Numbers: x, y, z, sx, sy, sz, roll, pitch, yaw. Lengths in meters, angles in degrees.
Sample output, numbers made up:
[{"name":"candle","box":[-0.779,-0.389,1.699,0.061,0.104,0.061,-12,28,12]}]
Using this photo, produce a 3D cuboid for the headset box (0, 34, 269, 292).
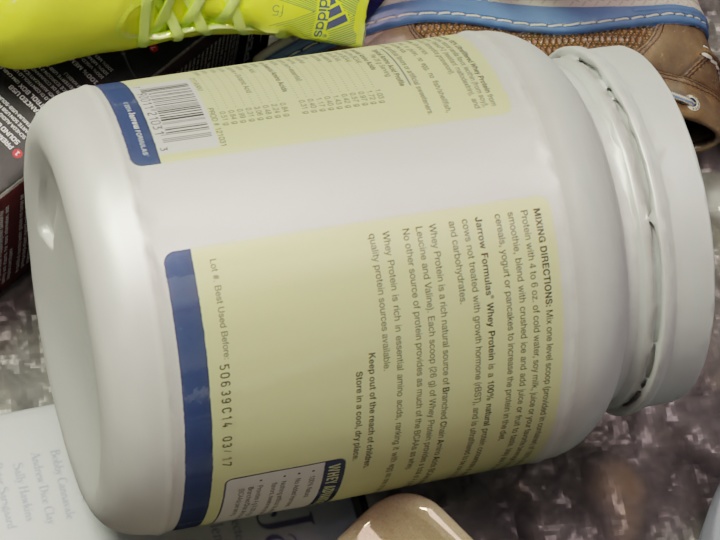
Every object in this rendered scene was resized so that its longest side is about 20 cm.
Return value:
[{"name":"headset box","box":[-0.151,-0.077,0.867,0.149,0.077,0.200,40,63,14]}]

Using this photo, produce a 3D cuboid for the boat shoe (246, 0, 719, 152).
[{"name":"boat shoe","box":[0.047,-0.061,0.894,0.199,0.072,0.073,-13,65,-16]}]

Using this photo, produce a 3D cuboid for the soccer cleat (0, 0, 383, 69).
[{"name":"soccer cleat","box":[-0.038,-0.106,0.825,0.200,0.065,0.084,-24,74,-24]}]

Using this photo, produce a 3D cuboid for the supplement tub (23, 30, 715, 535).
[{"name":"supplement tub","box":[0.000,0.000,0.786,0.199,0.145,0.145,-9,62,-15]}]

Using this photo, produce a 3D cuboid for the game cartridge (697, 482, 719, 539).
[{"name":"game cartridge","box":[0.173,0.117,0.788,0.133,0.042,0.200,17,30,5]}]

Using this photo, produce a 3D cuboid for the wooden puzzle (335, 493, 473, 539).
[{"name":"wooden puzzle","box":[0.009,0.199,0.745,0.185,0.046,0.200,44,67,5]}]

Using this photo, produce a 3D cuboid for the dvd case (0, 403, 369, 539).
[{"name":"dvd case","box":[-0.089,0.109,0.803,0.199,0.018,0.143,-10,62,-16]}]
